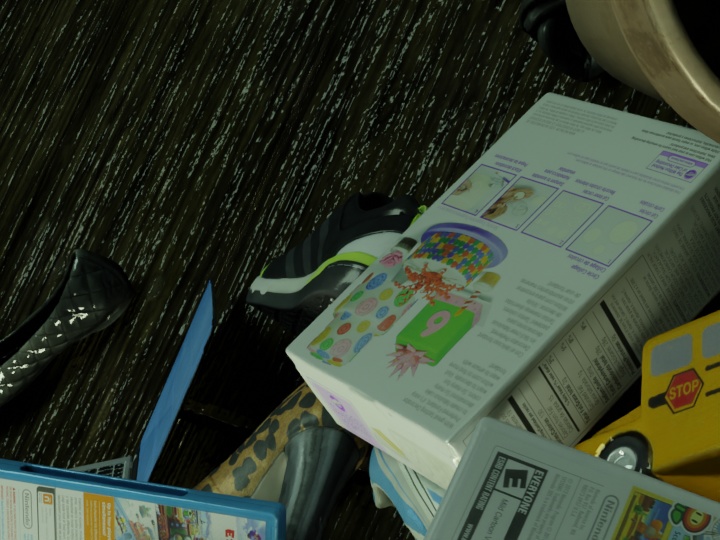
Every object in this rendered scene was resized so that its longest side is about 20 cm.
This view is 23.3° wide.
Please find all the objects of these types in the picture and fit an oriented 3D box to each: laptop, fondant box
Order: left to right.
[{"bbox_3d":[-0.174,0.093,1.057,0.187,0.198,0.117,-123,22,-81],"label":"laptop"},{"bbox_3d":[0.080,0.009,0.838,0.200,0.058,0.144,-43,32,-15],"label":"fondant box"}]

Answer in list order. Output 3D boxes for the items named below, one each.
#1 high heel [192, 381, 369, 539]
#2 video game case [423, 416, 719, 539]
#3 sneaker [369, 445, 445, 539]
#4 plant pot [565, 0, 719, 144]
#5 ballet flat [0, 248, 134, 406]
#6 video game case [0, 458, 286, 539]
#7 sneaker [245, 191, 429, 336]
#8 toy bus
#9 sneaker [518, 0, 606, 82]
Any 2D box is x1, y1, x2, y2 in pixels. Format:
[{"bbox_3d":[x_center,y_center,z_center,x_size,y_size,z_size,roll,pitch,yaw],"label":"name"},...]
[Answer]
[{"bbox_3d":[-0.072,0.129,1.016,0.199,0.071,0.144,-18,42,46],"label":"high heel"},{"bbox_3d":[0.090,0.173,0.672,0.180,0.023,0.201,19,62,18],"label":"video game case"},{"bbox_3d":[0.069,0.127,0.830,0.200,0.071,0.073,38,122,53],"label":"sneaker"},{"bbox_3d":[0.176,-0.141,0.796,0.202,0.199,0.174,-65,17,-8],"label":"plant pot"},{"bbox_3d":[-0.249,0.048,1.284,0.199,0.057,0.067,-36,27,22],"label":"ballet flat"},{"bbox_3d":[-0.136,0.178,0.932,0.198,0.018,0.145,7,106,16],"label":"video game case"},{"bbox_3d":[0.000,0.000,0.983,0.083,0.071,0.200,-59,17,-15],"label":"sneaker"},{"bbox_3d":[0.181,0.052,0.730,0.199,0.065,0.079,-27,46,40],"label":"toy bus"},{"bbox_3d":[0.106,-0.160,0.971,0.199,0.076,0.112,-5,72,61],"label":"sneaker"}]
